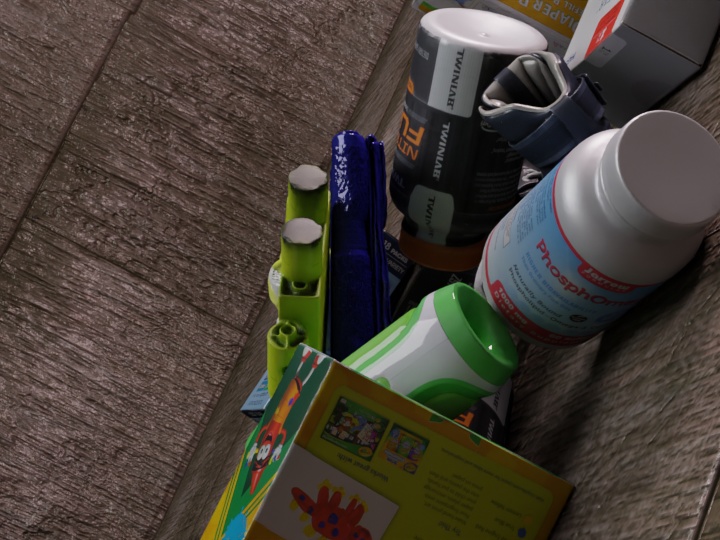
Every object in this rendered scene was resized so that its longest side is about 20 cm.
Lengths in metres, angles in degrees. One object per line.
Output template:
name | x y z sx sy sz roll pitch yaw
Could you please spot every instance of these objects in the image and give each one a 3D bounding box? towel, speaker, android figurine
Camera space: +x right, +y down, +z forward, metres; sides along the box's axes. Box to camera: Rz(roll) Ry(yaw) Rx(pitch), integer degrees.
towel | 0.000 0.000 1.399 0.148 0.049 0.202 96 174 -80
speaker | 0.013 0.094 1.235 0.200 0.088 0.089 -37 17 20
android figurine | -0.045 0.024 1.334 0.183 0.041 0.201 -86 0 -46

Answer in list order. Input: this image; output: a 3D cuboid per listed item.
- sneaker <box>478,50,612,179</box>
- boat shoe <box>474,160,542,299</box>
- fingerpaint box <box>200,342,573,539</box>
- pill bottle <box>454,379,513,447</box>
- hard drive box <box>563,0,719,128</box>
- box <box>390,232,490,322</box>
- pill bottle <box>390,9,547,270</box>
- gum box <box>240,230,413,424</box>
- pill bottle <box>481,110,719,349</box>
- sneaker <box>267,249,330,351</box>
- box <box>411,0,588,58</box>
sneaker | 0.151 -0.099 1.343 0.077 0.146 0.202 -50 8 -8
boat shoe | 0.148 -0.056 1.513 0.068 0.071 0.201 127 165 -58
fingerpaint box | 0.014 0.168 1.148 0.168 0.199 0.073 -64 23 -3
pill bottle | 0.053 0.152 1.320 0.106 0.106 0.201 -56 11 39
hard drive box | 0.251 -0.239 1.442 0.201 0.076 0.156 -66 8 -20
box | 0.087 0.001 1.658 0.201 0.086 0.164 -59 8 24
pill bottle | 0.083 -0.103 1.424 0.106 0.105 0.201 -81 1 -66
gum box | -0.033 0.063 1.664 0.201 0.044 0.170 -57 6 -11
pill bottle | 0.166 -0.028 1.184 0.109 0.108 0.200 -67 8 -28
sneaker | -0.028 0.009 1.549 0.200 0.075 0.106 -48 -44 -56
box | 0.165 -0.256 1.594 0.113 0.199 0.101 -66 8 -12
